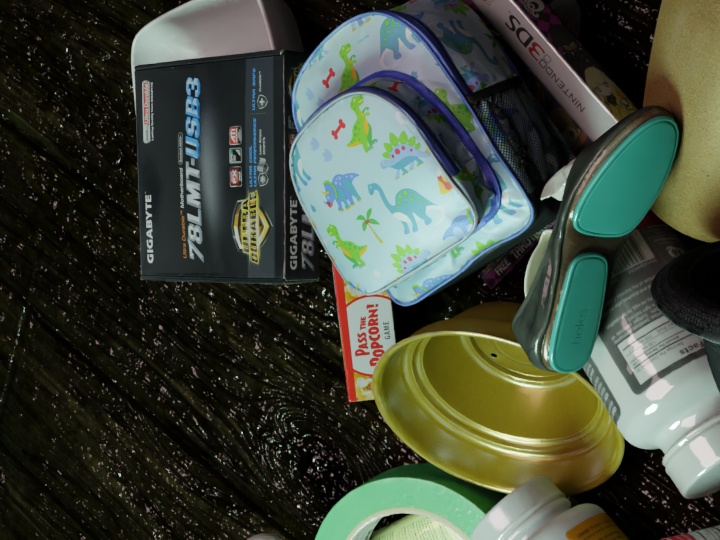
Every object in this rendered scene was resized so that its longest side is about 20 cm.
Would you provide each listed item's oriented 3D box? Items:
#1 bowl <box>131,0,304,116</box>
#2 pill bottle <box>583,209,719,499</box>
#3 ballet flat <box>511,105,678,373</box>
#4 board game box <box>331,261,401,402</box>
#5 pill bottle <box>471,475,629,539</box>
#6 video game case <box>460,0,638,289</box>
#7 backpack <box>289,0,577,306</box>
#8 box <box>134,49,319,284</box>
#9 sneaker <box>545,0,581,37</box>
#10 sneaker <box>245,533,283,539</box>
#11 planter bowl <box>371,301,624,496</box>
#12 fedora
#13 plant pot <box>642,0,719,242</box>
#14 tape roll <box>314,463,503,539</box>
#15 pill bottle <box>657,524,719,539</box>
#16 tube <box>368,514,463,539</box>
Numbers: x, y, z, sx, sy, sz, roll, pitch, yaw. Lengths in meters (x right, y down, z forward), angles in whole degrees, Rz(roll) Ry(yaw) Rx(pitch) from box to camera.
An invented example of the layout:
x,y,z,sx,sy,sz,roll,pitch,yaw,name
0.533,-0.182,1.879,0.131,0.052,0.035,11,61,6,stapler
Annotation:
x,y,z,sx,sy,sz,roll,pitch,yaw,name
-0.118,-0.151,1.615,0.200,0.075,0.200,-15,81,44,bowl
0.214,0.057,1.238,0.111,0.111,0.200,-46,61,35,pill bottle
0.148,-0.028,1.183,0.068,0.068,0.200,41,115,49,ballet flat
0.000,0.000,1.454,0.046,0.152,0.200,-6,92,-1,board game box
0.175,0.254,1.312,0.200,0.109,0.109,50,124,22,pill bottle
0.104,-0.112,1.335,0.181,0.036,0.200,52,134,11,video game case
0.040,-0.092,1.273,0.183,0.147,0.200,-34,83,44,backpack
-0.120,-0.089,1.540,0.198,0.050,0.200,2,93,42,box
0.091,-0.164,1.410,0.112,0.078,0.200,51,124,28,sneaker
-0.059,0.312,1.536,0.200,0.075,0.088,64,177,-16,sneaker
0.116,0.084,1.351,0.200,0.200,0.084,-20,34,43,planter bowl
0.280,0.044,1.133,0.200,0.200,0.092,15,115,43,fedora
0.271,-0.120,1.189,0.186,0.186,0.200,49,137,31,plant pot
0.055,0.263,1.446,0.200,0.048,0.201,4,100,26,tape roll
0.239,0.235,1.197,0.112,0.200,0.112,168,90,-83,pill bottle
0.044,0.243,1.501,0.200,0.058,0.052,-29,34,37,tube
